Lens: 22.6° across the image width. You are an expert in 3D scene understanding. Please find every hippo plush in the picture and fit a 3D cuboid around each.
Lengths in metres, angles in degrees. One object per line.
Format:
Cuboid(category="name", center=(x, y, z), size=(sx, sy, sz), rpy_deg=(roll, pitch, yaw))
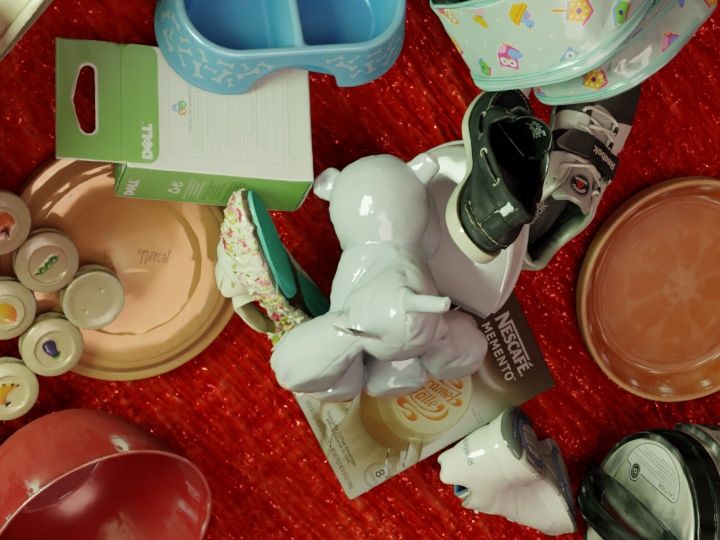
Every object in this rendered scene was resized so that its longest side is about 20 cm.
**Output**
Cuboid(category="hippo plush", center=(0.000, 0.000, 1.369), size=(0.158, 0.200, 0.163), rpy_deg=(-15, 69, 11))

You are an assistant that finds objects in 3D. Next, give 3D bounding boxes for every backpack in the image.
Cuboid(category="backpack", center=(0.160, -0.211, 1.360), size=(0.200, 0.175, 0.155), rpy_deg=(-37, 114, -33))

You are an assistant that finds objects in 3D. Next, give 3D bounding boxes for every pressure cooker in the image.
Cuboid(category="pressure cooker", center=(0.287, 0.226, 1.549), size=(0.198, 0.176, 0.181), rpy_deg=(8, 66, -27))

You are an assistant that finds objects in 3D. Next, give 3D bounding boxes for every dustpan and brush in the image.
Cuboid(category="dustpan and brush", center=(0.093, -0.078, 1.465), size=(0.138, 0.057, 0.202), rpy_deg=(25, 94, 16))

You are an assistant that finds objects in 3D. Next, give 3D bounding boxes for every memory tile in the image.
Cuboid(category="memory tile", center=(-0.289, 0.047, 1.373), size=(0.200, 0.017, 0.153), rpy_deg=(-46, 122, 2))

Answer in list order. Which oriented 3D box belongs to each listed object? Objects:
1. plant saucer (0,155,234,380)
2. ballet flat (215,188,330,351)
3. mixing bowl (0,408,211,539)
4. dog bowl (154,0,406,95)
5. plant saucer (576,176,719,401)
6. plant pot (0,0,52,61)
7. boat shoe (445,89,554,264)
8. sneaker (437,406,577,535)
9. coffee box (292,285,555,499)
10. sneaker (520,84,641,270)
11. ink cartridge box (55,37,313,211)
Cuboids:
Cuboid(category="plant saucer", center=(-0.186, -0.007, 1.429), size=(0.198, 0.032, 0.203), rpy_deg=(-5, 109, -14))
Cuboid(category="ballet flat", center=(-0.076, 0.011, 1.412), size=(0.063, 0.076, 0.200), rpy_deg=(-19, 143, 9))
Cuboid(category="mixing bowl", center=(-0.228, 0.185, 1.430), size=(0.198, 0.109, 0.202), rpy_deg=(-22, 138, -21))
Cuboid(category="dog bowl", center=(-0.055, -0.198, 1.367), size=(0.198, 0.050, 0.113), rpy_deg=(-5, 73, -16))
Cuboid(category="plant saucer", center=(0.280, 0.015, 1.569), size=(0.198, 0.032, 0.203), rpy_deg=(-5, 110, -14))
Cuboid(category="plant pot", center=(-0.268, -0.272, 1.255), size=(0.183, 0.201, 0.201), rpy_deg=(41, 94, -12))
Cuboid(category="boat shoe", center=(0.115, -0.088, 1.363), size=(0.075, 0.200, 0.066), rpy_deg=(45, 125, -14))
Cuboid(category="sneaker", center=(0.128, 0.178, 1.541), size=(0.086, 0.075, 0.200), rpy_deg=(-21, 144, 15))
Cuboid(category="coffee box", center=(0.046, 0.084, 1.502), size=(0.199, 0.080, 0.115), rpy_deg=(-29, 114, -4))
Cuboid(category="sneaker", center=(0.181, -0.084, 1.481), size=(0.074, 0.089, 0.201), rpy_deg=(25, 98, -19))
Cuboid(category="ink cartridge box", center=(-0.138, -0.111, 1.374), size=(0.198, 0.059, 0.105), rpy_deg=(4, 68, -17))
